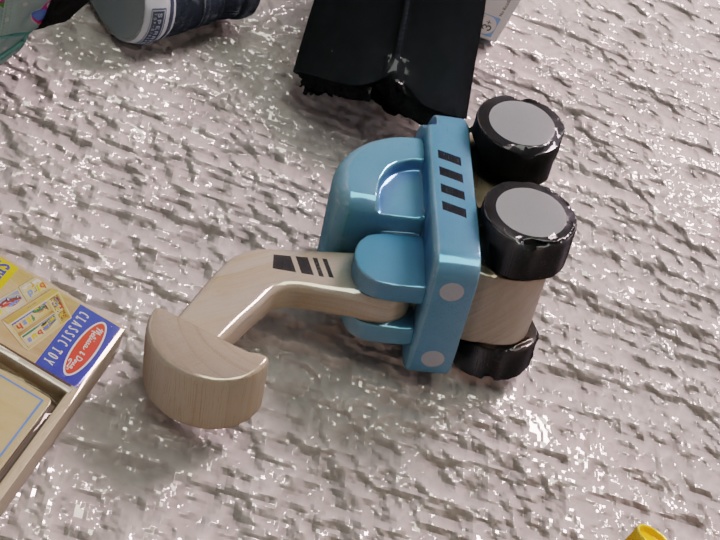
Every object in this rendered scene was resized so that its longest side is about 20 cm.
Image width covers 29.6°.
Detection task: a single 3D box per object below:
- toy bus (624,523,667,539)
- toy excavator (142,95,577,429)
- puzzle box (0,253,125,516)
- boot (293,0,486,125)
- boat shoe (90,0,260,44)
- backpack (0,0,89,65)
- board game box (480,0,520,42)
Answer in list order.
[{"bbox_3d":[0.150,0.201,0.548,0.199,0.136,0.192,35,28,2],"label":"toy bus"},{"bbox_3d":[0.000,0.000,0.672,0.197,0.101,0.196,6,46,-6],"label":"toy excavator"},{"bbox_3d":[-0.198,0.060,0.549,0.132,0.026,0.201,30,44,-1],"label":"puzzle box"},{"bbox_3d":[0.068,-0.165,0.791,0.198,0.170,0.076,9,4,-6],"label":"boot"},{"bbox_3d":[-0.139,-0.220,0.801,0.090,0.071,0.201,-18,71,-41],"label":"boat shoe"},{"bbox_3d":[-0.239,-0.155,0.644,0.199,0.128,0.166,-22,44,-39],"label":"backpack"},{"bbox_3d":[0.066,-0.270,0.927,0.102,0.105,0.201,17,46,-14],"label":"board game box"}]
